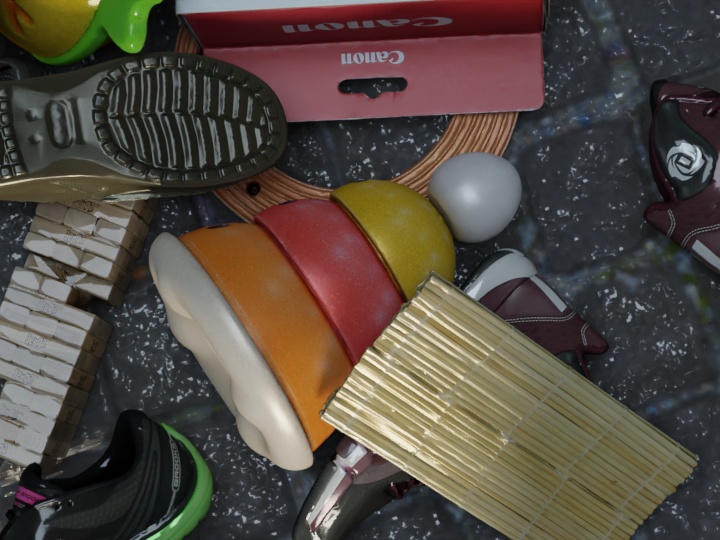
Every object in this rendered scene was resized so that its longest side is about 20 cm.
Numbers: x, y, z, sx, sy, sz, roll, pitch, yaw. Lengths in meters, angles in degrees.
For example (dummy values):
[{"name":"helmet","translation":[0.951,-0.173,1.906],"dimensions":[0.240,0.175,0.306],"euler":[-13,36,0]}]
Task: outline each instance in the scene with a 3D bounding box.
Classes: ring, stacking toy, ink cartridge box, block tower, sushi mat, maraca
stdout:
[{"name":"ring","translation":[-0.008,-0.109,1.231],"dimensions":[0.200,0.019,0.201],"euler":[-1,83,6]},{"name":"stacking toy","translation":[0.000,0.000,1.167],"dimensions":[0.200,0.146,0.146],"euler":[-32,80,-10]},{"name":"ink cartridge box","translation":[0.002,-0.176,1.187],"dimensions":[0.200,0.084,0.176],"euler":[-3,82,4]},{"name":"block tower","translation":[-0.163,0.010,1.213],"dimensions":[0.058,0.054,0.200],"euler":[20,84,7]},{"name":"sushi mat","translation":[0.079,0.086,1.133],"dimensions":[0.200,0.012,0.096],"euler":[35,104,-25]},{"name":"maraca","translation":[-0.152,-0.179,1.182],"dimensions":[0.107,0.200,0.137],"euler":[-3,99,-33]}]

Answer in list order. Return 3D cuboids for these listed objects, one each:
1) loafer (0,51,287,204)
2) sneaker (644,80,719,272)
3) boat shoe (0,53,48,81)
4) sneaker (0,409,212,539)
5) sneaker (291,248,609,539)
[{"name":"loafer","translation":[-0.140,-0.074,1.164],"dimensions":[0.200,0.067,0.076],"euler":[-1,85,-11]},{"name":"sneaker","translation":[0.221,-0.094,1.172],"dimensions":[0.115,0.076,0.200],"euler":[31,87,12]},{"name":"boat shoe","translation":[-0.258,-0.053,1.229],"dimensions":[0.200,0.057,0.067],"euler":[-42,80,-1]},{"name":"sneaker","translation":[-0.170,0.150,1.159],"dimensions":[0.200,0.077,0.084],"euler":[-44,112,-26]},{"name":"sneaker","translation":[0.060,0.095,1.170],"dimensions":[0.115,0.076,0.200],"euler":[38,89,4]}]
